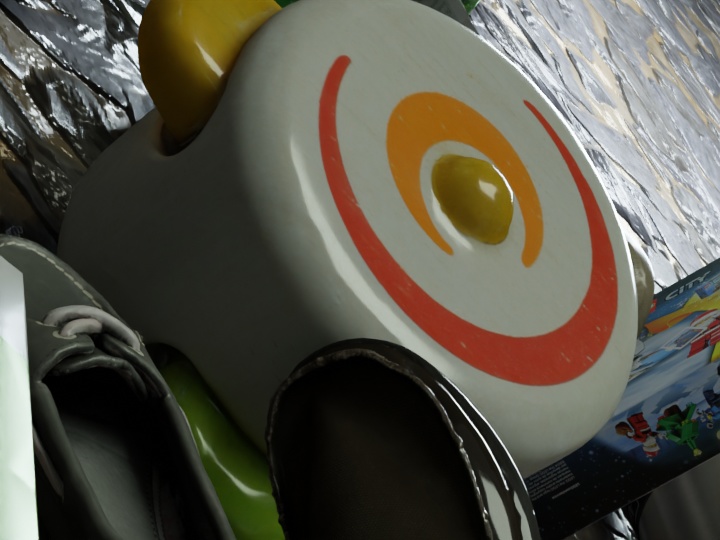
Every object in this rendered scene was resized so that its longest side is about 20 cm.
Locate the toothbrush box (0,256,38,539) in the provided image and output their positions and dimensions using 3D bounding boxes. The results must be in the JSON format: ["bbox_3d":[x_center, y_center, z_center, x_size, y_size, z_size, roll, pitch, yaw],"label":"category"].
[{"bbox_3d":[-0.154,0.039,0.676,0.146,0.086,0.200,43,21,-32],"label":"toothbrush box"}]

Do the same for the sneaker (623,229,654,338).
[{"bbox_3d":[0.038,-0.011,1.233,0.075,0.071,0.200,4,15,-42],"label":"sneaker"}]

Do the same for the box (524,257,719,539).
[{"bbox_3d":[0.125,0.050,1.197,0.038,0.200,0.137,56,17,-10],"label":"box"}]

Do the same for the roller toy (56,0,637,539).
[{"bbox_3d":[0.000,0.000,0.990,0.182,0.140,0.200,10,55,-42],"label":"roller toy"}]

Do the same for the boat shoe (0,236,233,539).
[{"bbox_3d":[-0.072,0.059,0.858,0.067,0.057,0.200,6,47,-41],"label":"boat shoe"}]

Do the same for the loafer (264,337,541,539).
[{"bbox_3d":[0.019,0.103,0.834,0.071,0.073,0.200,35,29,-60],"label":"loafer"}]

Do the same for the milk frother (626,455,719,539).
[{"bbox_3d":[0.240,0.118,1.381,0.180,0.200,0.188,43,20,-43],"label":"milk frother"}]

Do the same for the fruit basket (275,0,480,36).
[{"bbox_3d":[0.004,-0.037,1.137,0.094,0.185,0.200,-10,65,-33],"label":"fruit basket"}]
